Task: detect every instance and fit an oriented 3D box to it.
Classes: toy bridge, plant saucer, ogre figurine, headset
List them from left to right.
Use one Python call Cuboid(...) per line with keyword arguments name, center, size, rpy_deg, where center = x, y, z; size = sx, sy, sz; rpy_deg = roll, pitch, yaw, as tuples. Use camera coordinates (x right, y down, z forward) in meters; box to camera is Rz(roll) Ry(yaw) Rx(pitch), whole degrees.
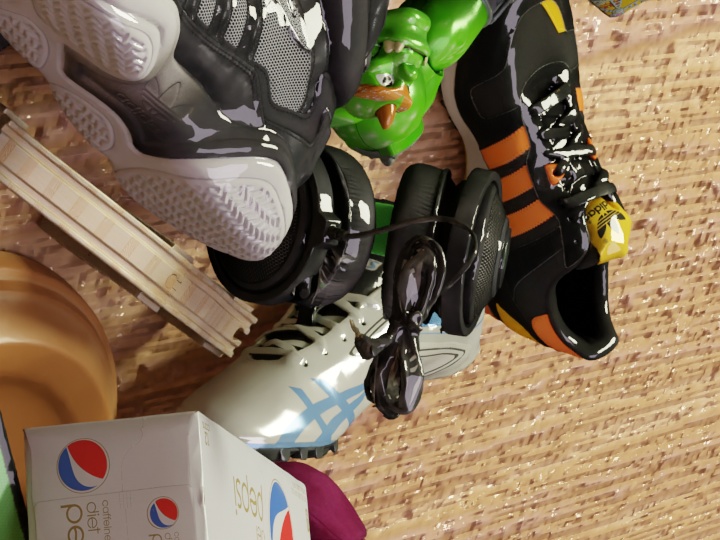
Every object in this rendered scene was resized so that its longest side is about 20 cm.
Cuboid(name="plant saucer", center=(-0.168, 0.088, 0.988), size=(0.200, 0.037, 0.201), rpy_deg=(-31, 137, -33))
Cuboid(name="toy bridge", center=(-0.092, -0.010, 0.975), size=(0.027, 0.067, 0.200), rpy_deg=(-53, 146, -4))
Cuboid(name="ogre figurine", center=(-0.009, -0.113, 0.979), size=(0.200, 0.098, 0.121), rpy_deg=(29, 76, -71))
Cuboid(name="headset", center=(0.000, 0.000, 0.986), size=(0.123, 0.200, 0.095), rpy_deg=(9, 92, -14))

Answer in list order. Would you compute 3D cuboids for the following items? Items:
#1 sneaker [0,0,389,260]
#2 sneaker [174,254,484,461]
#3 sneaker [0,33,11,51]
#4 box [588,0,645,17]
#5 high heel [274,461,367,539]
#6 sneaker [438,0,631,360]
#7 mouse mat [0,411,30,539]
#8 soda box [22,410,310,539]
Cuboid(name="sneaker", center=(-0.056, -0.100, 0.843), size=(0.114, 0.075, 0.200), rpy_deg=(-55, 142, -20))
Cuboid(name="sneaker", center=(-0.016, 0.032, 1.095), size=(0.200, 0.072, 0.073), rpy_deg=(-27, 115, -50))
Cuboid(name="sneaker", center=(-0.151, -0.097, 0.846), size=(0.200, 0.076, 0.091), rpy_deg=(-47, 136, -27))
Cuboid(name="box", center=(0.120, -0.218, 0.943), size=(0.199, 0.123, 0.192), rpy_deg=(-28, 152, 21))
Cuboid(name="high heel", center=(-0.013, 0.145, 1.168), size=(0.068, 0.096, 0.200), rpy_deg=(-51, 145, -8))
Cuboid(name="sneaker", center=(0.090, -0.047, 1.145), size=(0.070, 0.090, 0.201), rpy_deg=(-32, 139, -30))
Cuboid(name="mouse mat", center=(-0.193, 0.138, 0.860), size=(0.199, 0.008, 0.162), rpy_deg=(-25, 118, -31))
Cuboid(name="soda box", center=(-0.069, 0.103, 0.979), size=(0.200, 0.068, 0.064), rpy_deg=(50, 34, -75))
